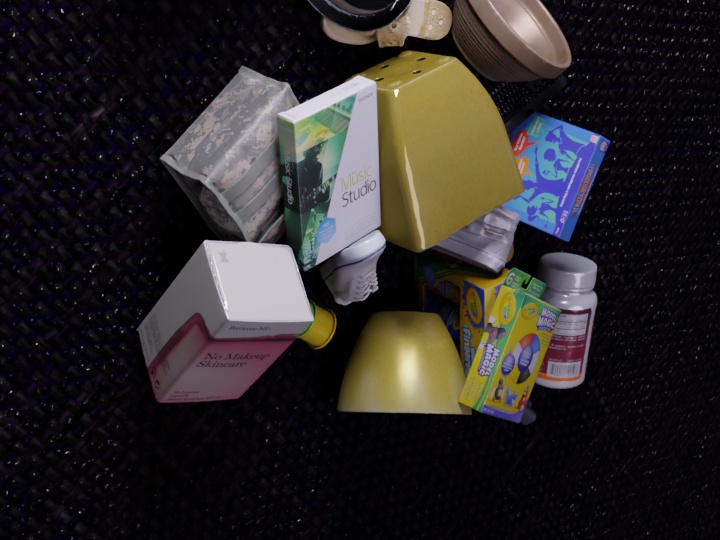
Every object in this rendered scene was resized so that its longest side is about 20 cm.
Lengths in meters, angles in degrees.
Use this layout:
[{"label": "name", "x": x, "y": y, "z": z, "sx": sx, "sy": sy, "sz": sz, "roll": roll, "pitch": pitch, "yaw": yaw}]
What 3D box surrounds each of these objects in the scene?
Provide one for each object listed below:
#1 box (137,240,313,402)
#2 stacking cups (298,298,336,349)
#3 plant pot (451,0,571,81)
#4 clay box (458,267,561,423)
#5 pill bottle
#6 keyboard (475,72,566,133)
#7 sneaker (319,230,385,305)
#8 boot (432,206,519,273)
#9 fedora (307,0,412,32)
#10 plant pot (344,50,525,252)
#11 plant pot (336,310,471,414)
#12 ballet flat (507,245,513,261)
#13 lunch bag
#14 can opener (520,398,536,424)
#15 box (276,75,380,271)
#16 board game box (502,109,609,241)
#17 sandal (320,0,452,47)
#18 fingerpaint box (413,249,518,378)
[{"label": "box", "x": -0.168, "y": 0.066, "z": 1.311, "sx": 0.126, "sy": 0.111, "sz": 0.200, "roll": 2, "pitch": 146, "yaw": -38}, {"label": "stacking cups", "x": -0.120, "y": 0.047, "z": 1.442, "sx": 0.199, "sy": 0.060, "sz": 0.061, "roll": 28, "pitch": 91, "yaw": -41}, {"label": "plant pot", "x": 0.191, "y": -0.329, "z": 1.476, "sx": 0.199, "sy": 0.204, "sz": 0.092, "roll": 16, "pitch": 135, "yaw": -42}, {"label": "clay box", "x": 0.218, "y": 0.107, "z": 1.517, "sx": 0.114, "sy": 0.047, "sz": 0.203, "roll": 20, "pitch": 91, "yaw": -50}, {"label": "pill bottle", "x": 0.331, "y": 0.082, "z": 1.785, "sx": 0.113, "sy": 0.114, "sz": 0.204, "roll": -10, "pitch": 115, "yaw": -35}, {"label": "keyboard", "x": 0.206, "y": -0.258, "z": 1.526, "sx": 0.199, "sy": 0.103, "sz": 0.040, "roll": -41, "pitch": 156, "yaw": -32}, {"label": "sneaker", "x": 0.000, "y": 0.000, "z": 1.425, "sx": 0.072, "sy": 0.200, "sz": 0.072, "roll": -30, "pitch": 88, "yaw": -16}, {"label": "boot", "x": 0.126, "y": -0.077, "z": 1.525, "sx": 0.074, "sy": 0.197, "sz": 0.097, "roll": 72, "pitch": 41, "yaw": -84}, {"label": "fedora", "x": 0.007, "y": -0.393, "z": 1.298, "sx": 0.197, "sy": 0.091, "sz": 0.205, "roll": -4, "pitch": 99, "yaw": -27}, {"label": "plant pot", "x": 0.072, "y": -0.174, "z": 1.421, "sx": 0.194, "sy": 0.193, "sz": 0.203, "roll": -30, "pitch": 119, "yaw": -25}, {"label": "plant pot", "x": 0.064, "y": 0.135, "z": 1.562, "sx": 0.197, "sy": 0.198, "sz": 0.145, "roll": 8, "pitch": 80, "yaw": -40}, {"label": "ballet flat", "x": 0.187, "y": -0.057, "z": 1.631, "sx": 0.198, "sy": 0.062, "sz": 0.070, "roll": 21, "pitch": 64, "yaw": -42}, {"label": "lunch bag", "x": -0.125, "y": -0.115, "z": 1.330, "sx": 0.165, "sy": 0.117, "sz": 0.201, "roll": -50, "pitch": 139, "yaw": -16}, {"label": "can opener", "x": 0.222, "y": 0.210, "z": 1.807, "sx": 0.066, "sy": 0.054, "sz": 0.200, "roll": -33, "pitch": 135, "yaw": 18}, {"label": "box", "x": -0.035, "y": -0.118, "z": 1.310, "sx": 0.143, "sy": 0.036, "sz": 0.203, "roll": -33, "pitch": 132, "yaw": -37}, {"label": "board game box", "x": 0.239, "y": -0.151, "z": 1.549, "sx": 0.045, "sy": 0.198, "sz": 0.155, "roll": 12, "pitch": 101, "yaw": -56}, {"label": "sandal", "x": 0.052, "y": -0.330, "z": 1.408, "sx": 0.209, "sy": 0.069, "sz": 0.079, "roll": -8, "pitch": 114, "yaw": -37}, {"label": "fingerpaint box", "x": 0.157, "y": 0.079, "z": 1.607, "sx": 0.072, "sy": 0.166, "sz": 0.204, "roll": -21, "pitch": 122, "yaw": -30}]
